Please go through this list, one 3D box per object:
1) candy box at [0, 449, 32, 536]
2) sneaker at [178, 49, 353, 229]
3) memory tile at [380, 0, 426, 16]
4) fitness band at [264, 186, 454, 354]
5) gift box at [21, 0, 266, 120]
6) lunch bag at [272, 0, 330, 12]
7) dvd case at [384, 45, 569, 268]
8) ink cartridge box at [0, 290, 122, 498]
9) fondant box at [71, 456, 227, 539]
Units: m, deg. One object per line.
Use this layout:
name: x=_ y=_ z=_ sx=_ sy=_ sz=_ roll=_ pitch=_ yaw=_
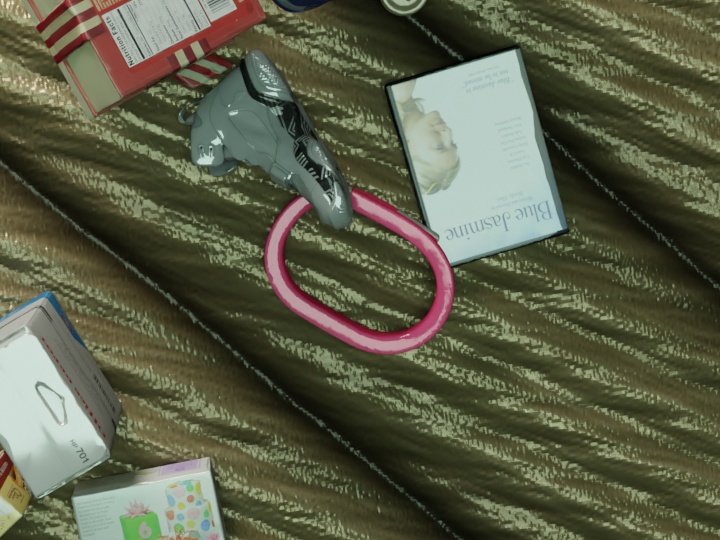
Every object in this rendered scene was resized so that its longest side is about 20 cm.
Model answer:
candy box: x=-0.417 y=0.278 z=1.592 sx=0.200 sy=0.115 sz=0.055 roll=-43 pitch=99 yaw=3
sneaker: x=-0.093 y=-0.108 z=1.559 sx=0.115 sy=0.075 sz=0.200 roll=-32 pitch=79 yaw=6
memory tile: x=0.034 y=-0.365 z=1.569 sx=0.153 sy=0.017 sz=0.200 roll=-39 pitch=100 yaw=3
fitness band: x=0.000 y=0.000 z=1.606 sx=0.200 sy=0.037 sz=0.144 roll=30 pitch=101 yaw=-2
gift box: x=-0.198 y=-0.254 z=1.491 sx=0.200 sy=0.187 sz=0.185 roll=-27 pitch=99 yaw=-19
lunch bag: x=-0.028 y=-0.330 z=1.491 sx=0.200 sy=0.132 sz=0.136 roll=-33 pitch=100 yaw=-13
dvd case: x=0.118 y=-0.113 z=1.614 sx=0.143 sy=0.018 sz=0.200 roll=-17 pitch=100 yaw=-2
ink cartridge box: x=-0.304 y=0.114 z=1.530 sx=0.086 sy=0.200 sz=0.146 roll=-30 pitch=100 yaw=1
fondant box: x=-0.205 y=0.306 z=1.640 sx=0.144 sy=0.058 sz=0.200 roll=-11 pitch=101 yaw=-2
